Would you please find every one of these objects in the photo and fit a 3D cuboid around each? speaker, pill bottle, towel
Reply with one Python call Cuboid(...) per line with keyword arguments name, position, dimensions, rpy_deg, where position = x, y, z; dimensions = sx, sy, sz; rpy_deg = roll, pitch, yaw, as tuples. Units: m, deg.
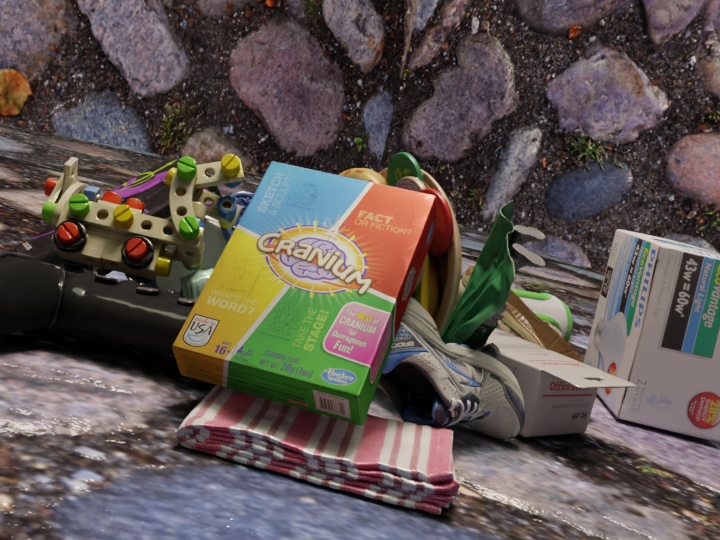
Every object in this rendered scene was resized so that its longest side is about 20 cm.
Cuboid(name="speaker", position=(0.184, 0.063, 1.299), dimensions=(0.198, 0.090, 0.088), rpy_deg=(9, 9, -35))
Cuboid(name="pill bottle", position=(-0.188, -0.025, 1.122), dimensions=(0.114, 0.118, 0.200), rpy_deg=(12, 8, -14))
Cuboid(name="towel", position=(-0.025, 0.119, 0.731), dimensions=(0.197, 0.030, 0.146), rpy_deg=(14, 7, 2))

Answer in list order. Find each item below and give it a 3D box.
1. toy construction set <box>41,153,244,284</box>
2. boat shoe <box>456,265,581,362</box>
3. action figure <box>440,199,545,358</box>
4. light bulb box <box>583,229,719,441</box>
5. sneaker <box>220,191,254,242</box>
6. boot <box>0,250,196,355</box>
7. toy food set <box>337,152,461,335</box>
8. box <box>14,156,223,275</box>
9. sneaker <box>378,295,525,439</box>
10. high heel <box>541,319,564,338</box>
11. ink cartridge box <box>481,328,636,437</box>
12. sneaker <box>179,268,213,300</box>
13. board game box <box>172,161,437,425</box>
Cuboid(name="toy construction set", position=(-0.212, -0.056, 0.913), dimensions=(0.196, 0.133, 0.093), rpy_deg=(6, -28, 13))
Cuboid(name="boat shoe", position=(0.175, 0.082, 1.088), dimensions=(0.200, 0.063, 0.073), rpy_deg=(49, 23, 26))
Cuboid(name="action figure", position=(0.104, 0.049, 0.898), dimensions=(0.054, 0.202, 0.119), rpy_deg=(24, 36, -4))
Cuboid(name="light bulb box", position=(0.357, 0.067, 1.161), dimensions=(0.123, 0.202, 0.200), rpy_deg=(12, 7, 0))
Cuboid(name="sneaker", position=(-0.080, 0.006, 1.041), dimensions=(0.200, 0.070, 0.078), rpy_deg=(47, -28, -9))
Cuboid(name="boot", position=(-0.207, 0.040, 0.806), dimensions=(0.197, 0.067, 0.165), rpy_deg=(19, 9, -3))
Cuboid(name="toy food set", position=(0.026, -0.007, 0.938), dimensions=(0.048, 0.204, 0.197), rpy_deg=(6, -8, -35))
Cuboid(name="box", position=(-0.253, -0.047, 1.028), dimensions=(0.199, 0.036, 0.142), rpy_deg=(-35, 28, -18))
Cuboid(name="sneaker", position=(0.064, 0.104, 0.834), dimensions=(0.199, 0.077, 0.086), rpy_deg=(34, 38, -27))
Cuboid(name="high heel", position=(0.151, 0.072, 1.203), dimensions=(0.142, 0.073, 0.198), rpy_deg=(28, 24, 37))
Cuboid(name="ink cartridge box", position=(0.154, 0.110, 0.975), dimensions=(0.198, 0.069, 0.115), rpy_deg=(21, 10, 42))
Cuboid(name="sneaker", position=(-0.097, 0.010, 0.903), dimensions=(0.117, 0.075, 0.200), rpy_deg=(-3, -28, -37))
Cuboid(name="board game box", position=(-0.037, 0.010, 0.783), dimensions=(0.151, 0.202, 0.041), rpy_deg=(12, -37, 14))
